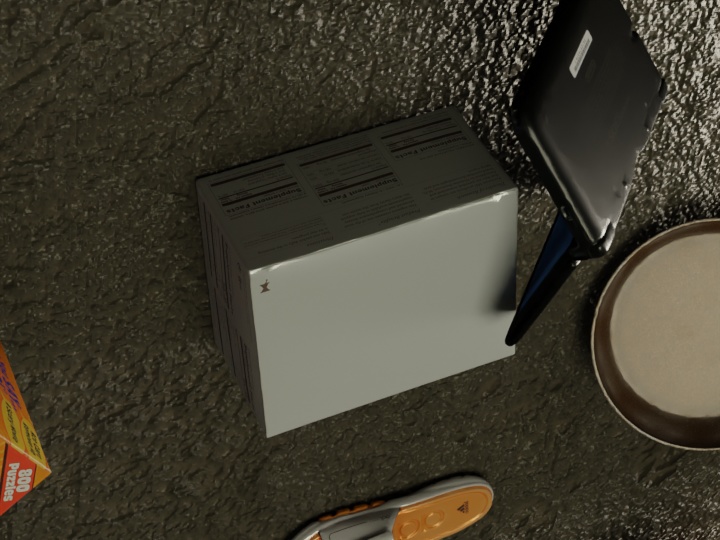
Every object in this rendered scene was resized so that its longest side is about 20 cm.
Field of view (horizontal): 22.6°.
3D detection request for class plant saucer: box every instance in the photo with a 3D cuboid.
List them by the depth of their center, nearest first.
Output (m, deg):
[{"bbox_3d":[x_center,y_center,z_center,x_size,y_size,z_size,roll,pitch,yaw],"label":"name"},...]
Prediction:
[{"bbox_3d":[0.285,0.049,1.476,0.198,0.032,0.202,-1,109,-2],"label":"plant saucer"}]

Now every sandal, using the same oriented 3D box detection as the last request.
[{"bbox_3d":[0.027,0.232,1.512,0.205,0.059,0.080,-21,133,-13],"label":"sandal"}]

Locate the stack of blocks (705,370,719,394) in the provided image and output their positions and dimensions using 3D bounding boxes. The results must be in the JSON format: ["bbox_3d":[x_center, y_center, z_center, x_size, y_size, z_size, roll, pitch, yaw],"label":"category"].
[{"bbox_3d":[0.381,0.032,1.545,0.115,0.059,0.200,30,108,-41],"label":"stack of blocks"}]

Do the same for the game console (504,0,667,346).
[{"bbox_3d":[0.132,-0.082,1.250,0.116,0.201,0.177,-16,121,34],"label":"game console"}]

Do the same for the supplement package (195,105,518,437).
[{"bbox_3d":[0.000,0.000,1.271,0.198,0.111,0.157,-17,132,-16],"label":"supplement package"}]

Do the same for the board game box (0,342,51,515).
[{"bbox_3d":[-0.343,0.073,1.077,0.199,0.200,0.200,-39,134,6],"label":"board game box"}]
